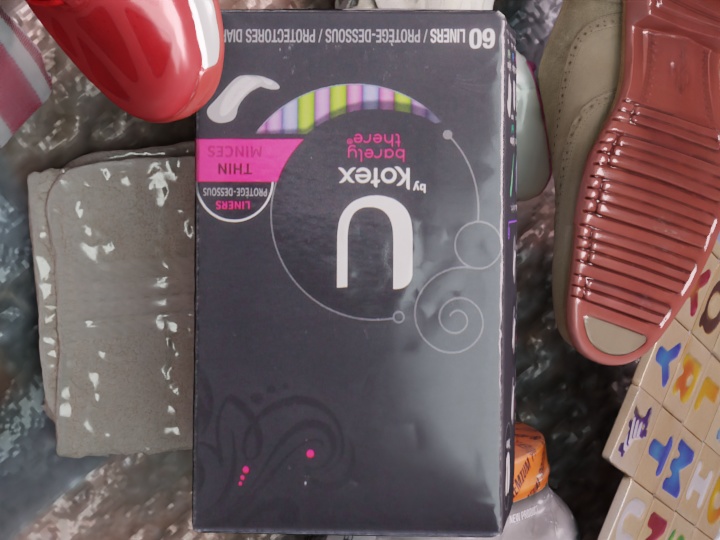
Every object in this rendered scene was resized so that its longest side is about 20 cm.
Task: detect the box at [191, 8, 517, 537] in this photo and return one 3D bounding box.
[{"bbox_3d":[0.000,0.000,1.083,0.122,0.106,0.201,0,92,5],"label":"box"}]

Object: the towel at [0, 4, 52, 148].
[{"bbox_3d":[-0.207,-0.030,1.082,0.030,0.146,0.200,42,84,10],"label":"towel"}]

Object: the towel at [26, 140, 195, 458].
[{"bbox_3d":[-0.040,0.012,1.166,0.199,0.034,0.133,-1,102,4],"label":"towel"}]

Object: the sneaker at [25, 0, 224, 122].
[{"bbox_3d":[-0.138,-0.127,0.995,0.200,0.078,0.115,55,37,-1],"label":"sneaker"}]

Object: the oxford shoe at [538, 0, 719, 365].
[{"bbox_3d":[0.108,-0.056,1.144,0.070,0.075,0.201,23,73,-33],"label":"oxford shoe"}]

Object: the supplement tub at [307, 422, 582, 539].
[{"bbox_3d":[0.040,0.172,1.202,0.122,0.123,0.201,-9,102,-16],"label":"supplement tub"}]

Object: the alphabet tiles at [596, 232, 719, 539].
[{"bbox_3d":[0.143,0.070,1.203,0.200,0.008,0.167,-67,153,-8],"label":"alphabet tiles"}]

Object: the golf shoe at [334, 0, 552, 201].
[{"bbox_3d":[0.018,-0.113,1.172,0.091,0.075,0.200,-20,104,-10],"label":"golf shoe"}]
